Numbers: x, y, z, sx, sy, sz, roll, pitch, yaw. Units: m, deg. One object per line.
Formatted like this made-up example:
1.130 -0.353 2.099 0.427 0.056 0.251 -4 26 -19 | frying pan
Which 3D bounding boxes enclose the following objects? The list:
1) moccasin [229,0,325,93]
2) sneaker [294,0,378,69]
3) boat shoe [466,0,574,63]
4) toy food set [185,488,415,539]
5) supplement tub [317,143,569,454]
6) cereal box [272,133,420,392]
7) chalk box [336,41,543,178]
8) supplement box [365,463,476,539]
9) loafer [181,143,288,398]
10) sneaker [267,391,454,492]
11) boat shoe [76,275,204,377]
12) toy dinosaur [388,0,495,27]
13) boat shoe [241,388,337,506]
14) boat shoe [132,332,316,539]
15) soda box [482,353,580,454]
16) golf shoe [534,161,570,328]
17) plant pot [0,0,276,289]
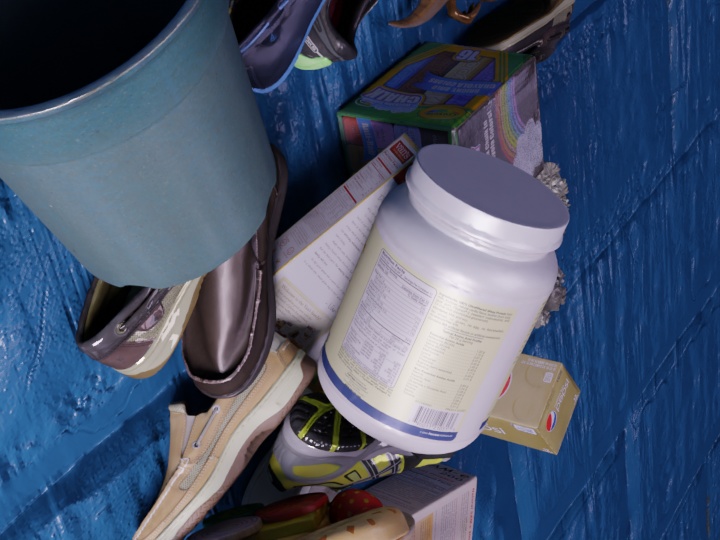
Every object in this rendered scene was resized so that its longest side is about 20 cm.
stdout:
-0.053 -0.234 0.903 0.068 0.080 0.202 27 77 -62 | moccasin
-0.006 -0.255 0.966 0.077 0.083 0.202 15 88 -58 | sneaker
0.176 -0.245 1.255 0.201 0.071 0.066 -44 129 -47 | boat shoe
-0.055 0.209 0.916 0.200 0.196 0.049 -31 106 -85 | toy food set
0.063 0.021 0.918 0.145 0.145 0.201 -16 135 -53 | supplement tub
0.000 0.000 0.995 0.200 0.040 0.144 -39 133 3 | cereal box
0.065 -0.106 1.089 0.200 0.123 0.125 -42 135 -40 | chalk box
0.033 0.284 1.212 0.199 0.073 0.127 -15 113 -52 | supplement box
-0.105 -0.005 0.908 0.071 0.072 0.202 21 73 -69 | loafer
0.000 0.144 1.017 0.199 0.076 0.077 9 129 -44 | sneaker
-0.139 -0.026 0.842 0.066 0.071 0.202 29 80 -57 | boat shoe
0.079 -0.273 1.131 0.106 0.060 0.201 34 65 -30 | toy dinosaur
-0.033 0.151 1.075 0.203 0.072 0.060 -58 143 -16 | boat shoe
-0.122 0.130 0.944 0.200 0.076 0.072 -53 -175 -12 | boat shoe
0.100 0.108 1.139 0.064 0.199 0.068 49 60 -50 | soda box
0.166 -0.032 1.284 0.078 0.097 0.201 -37 139 -39 | golf shoe
-0.147 -0.101 0.724 0.201 0.199 0.197 -59 150 -25 | plant pot
